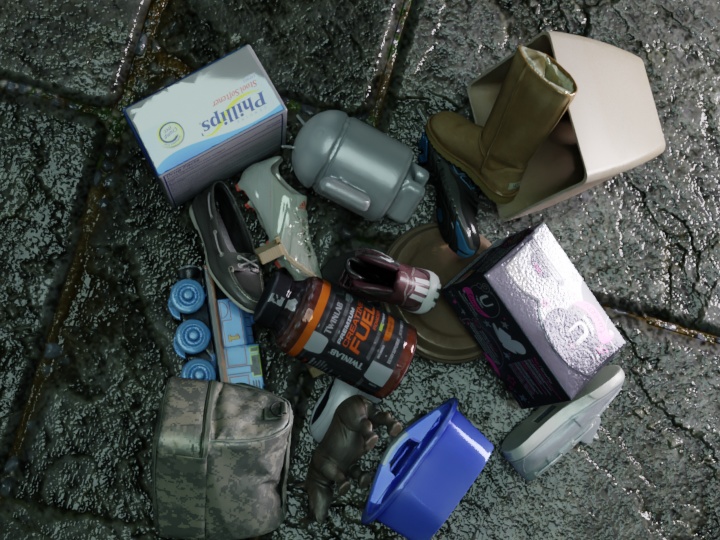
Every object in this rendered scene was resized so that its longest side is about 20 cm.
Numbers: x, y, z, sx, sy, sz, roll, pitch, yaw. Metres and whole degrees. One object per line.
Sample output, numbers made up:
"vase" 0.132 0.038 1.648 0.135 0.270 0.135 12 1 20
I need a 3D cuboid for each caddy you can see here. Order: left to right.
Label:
"caddy" 0.079 0.258 1.528 0.105 0.141 0.200 38 80 -1

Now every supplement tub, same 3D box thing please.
"supplement tub" -0.034 0.077 1.500 0.199 0.107 0.107 27 80 -12

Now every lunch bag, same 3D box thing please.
"lunch bag" -0.170 0.241 1.485 0.167 0.140 0.201 6 125 -2

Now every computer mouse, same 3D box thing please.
"computer mouse" 0.004 0.149 1.579 0.109 0.044 0.201 30 82 -17

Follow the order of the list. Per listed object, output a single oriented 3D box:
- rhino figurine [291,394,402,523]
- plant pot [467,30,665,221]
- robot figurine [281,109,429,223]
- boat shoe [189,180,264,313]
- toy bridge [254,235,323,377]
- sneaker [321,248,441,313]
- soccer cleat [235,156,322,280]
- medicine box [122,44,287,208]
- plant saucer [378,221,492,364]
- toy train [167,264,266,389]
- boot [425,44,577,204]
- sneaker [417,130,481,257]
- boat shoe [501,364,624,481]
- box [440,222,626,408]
"rhino figurine" -0.029 0.249 1.530 0.087 0.060 0.201 46 113 39
"plant pot" 0.288 -0.197 1.584 0.176 0.200 0.201 -10 82 -28
"robot figurine" -0.008 -0.141 1.589 0.199 0.170 0.113 28 123 -7
"boat shoe" -0.170 -0.035 1.555 0.057 0.067 0.201 -49 53 29
"toy bridge" -0.073 0.042 1.561 0.067 0.027 0.201 -25 113 -8
"sneaker" 0.000 0.000 1.529 0.199 0.115 0.076 8 81 43
"soccer cleat" -0.095 -0.061 1.598 0.077 0.069 0.201 -31 81 9
"medicine box" -0.198 -0.184 1.545 0.182 0.200 0.103 -29 84 -8
"plant saucer" 0.121 0.026 1.601 0.199 0.029 0.201 5 72 -15
"toy train" -0.190 0.088 1.567 0.114 0.087 0.201 -7 79 -14
"boot" 0.179 -0.209 1.523 0.066 0.200 0.175 -29 64 -37
"sneaker" 0.140 -0.111 1.602 0.081 0.073 0.201 -5 62 -15
"boat shoe" 0.283 0.207 1.594 0.200 0.070 0.072 -36 105 -10
"box" 0.229 0.060 1.547 0.132 0.115 0.200 -39 99 -28
